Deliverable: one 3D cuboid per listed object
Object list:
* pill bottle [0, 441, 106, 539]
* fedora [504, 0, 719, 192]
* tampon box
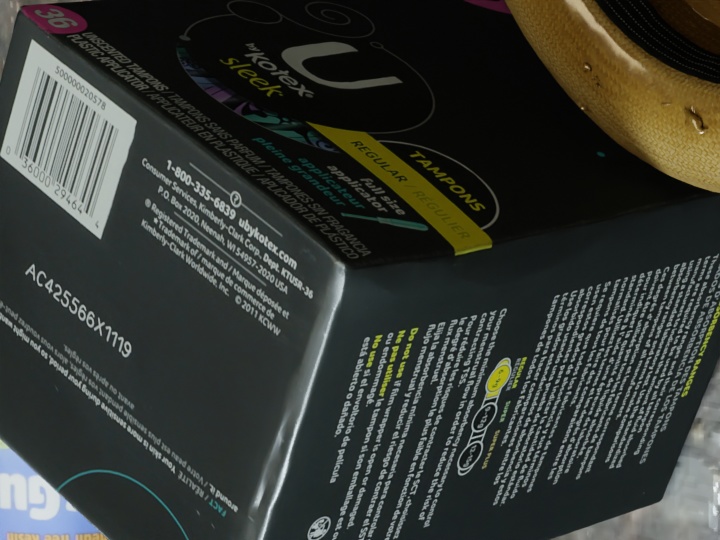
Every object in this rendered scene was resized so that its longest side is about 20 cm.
[{"bbox_3d":[-0.105,0.095,1.081,0.112,0.112,0.201,8,104,44],"label":"pill bottle"},{"bbox_3d":[0.118,-0.123,0.835,0.200,0.082,0.202,15,112,39],"label":"fedora"},{"bbox_3d":[0.000,0.000,0.893,0.150,0.199,0.127,37,122,32],"label":"tampon box"}]
